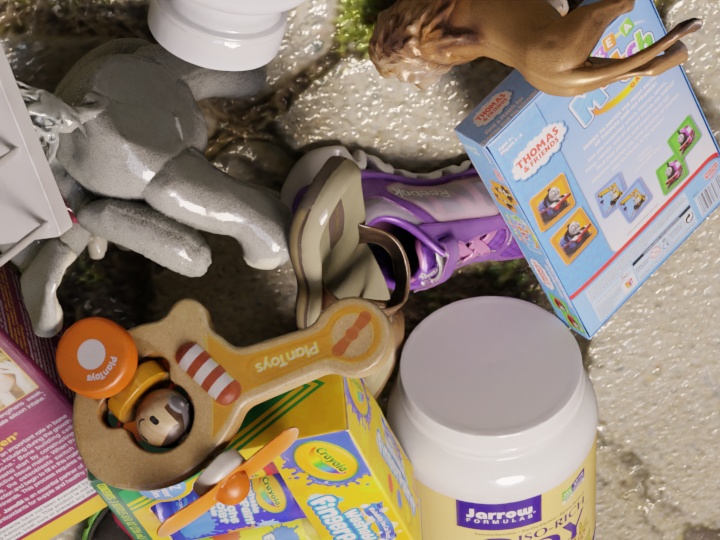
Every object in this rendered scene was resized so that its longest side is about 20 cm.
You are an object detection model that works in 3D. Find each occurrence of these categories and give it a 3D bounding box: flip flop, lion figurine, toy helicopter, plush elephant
[{"bbox_3d":[0.000,0.000,1.632,0.057,0.081,0.200,19,154,14],"label":"flip flop"},{"bbox_3d":[0.100,-0.142,1.630,0.122,0.200,0.073,-30,117,-27],"label":"lion figurine"},{"bbox_3d":[-0.072,0.074,1.579,0.200,0.133,0.079,-20,162,10],"label":"toy helicopter"},{"bbox_3d":[-0.157,-0.049,1.622,0.200,0.165,0.155,4,148,-36],"label":"plush elephant"}]

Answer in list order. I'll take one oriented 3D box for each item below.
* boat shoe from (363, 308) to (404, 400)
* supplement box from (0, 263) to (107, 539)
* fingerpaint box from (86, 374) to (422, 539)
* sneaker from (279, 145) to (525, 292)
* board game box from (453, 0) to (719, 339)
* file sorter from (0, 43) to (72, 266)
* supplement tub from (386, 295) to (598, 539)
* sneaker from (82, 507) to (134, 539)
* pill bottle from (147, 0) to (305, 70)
[{"bbox_3d":[-0.041,0.098,1.860,0.072,0.072,0.200,19,121,-20],"label":"boat shoe"},{"bbox_3d":[-0.248,0.083,1.738,0.131,0.103,0.200,-29,134,8],"label":"supplement box"},{"bbox_3d":[-0.064,0.129,1.710,0.166,0.074,0.200,-12,149,9],"label":"fingerpaint box"},{"bbox_3d":[0.049,-0.024,1.767,0.200,0.089,0.081,3,128,-24],"label":"sneaker"},{"bbox_3d":[0.157,-0.072,1.761,0.151,0.037,0.200,-44,136,-13],"label":"board game box"},{"bbox_3d":[-0.278,-0.079,1.484,0.139,0.125,0.200,-6,114,34],"label":"file sorter"},{"bbox_3d":[0.092,0.128,1.867,0.145,0.146,0.200,-14,139,-8],"label":"supplement tub"},{"bbox_3d":[-0.139,0.182,1.880,0.077,0.084,0.200,1,130,-27],"label":"sneaker"},{"bbox_3d":[-0.063,-0.217,1.535,0.112,0.112,0.200,1,129,-21],"label":"pill bottle"}]
